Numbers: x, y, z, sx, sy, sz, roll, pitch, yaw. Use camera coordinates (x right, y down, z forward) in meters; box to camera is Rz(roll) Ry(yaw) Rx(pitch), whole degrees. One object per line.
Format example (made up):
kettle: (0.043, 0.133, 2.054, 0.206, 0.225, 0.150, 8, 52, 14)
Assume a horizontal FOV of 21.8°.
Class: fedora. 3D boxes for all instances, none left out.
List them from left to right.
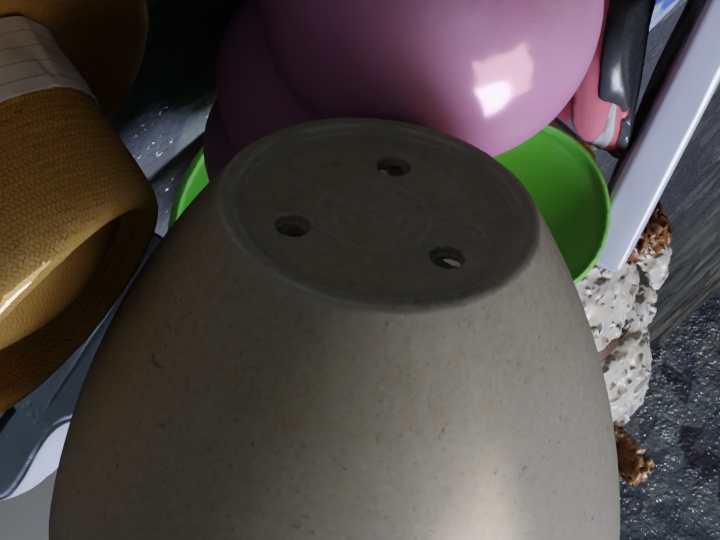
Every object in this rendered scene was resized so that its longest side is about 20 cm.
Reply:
fedora: (-0.128, -0.006, 0.584, 0.200, 0.082, 0.201, -40, 167, -12)

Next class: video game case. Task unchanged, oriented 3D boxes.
video game case: (0.165, -0.122, 0.865, 0.182, 0.023, 0.200, -60, 173, -54)

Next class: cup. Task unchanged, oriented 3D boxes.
cup: (-0.002, 0.036, 0.618, 0.200, 0.200, 0.144, -32, 142, -40)

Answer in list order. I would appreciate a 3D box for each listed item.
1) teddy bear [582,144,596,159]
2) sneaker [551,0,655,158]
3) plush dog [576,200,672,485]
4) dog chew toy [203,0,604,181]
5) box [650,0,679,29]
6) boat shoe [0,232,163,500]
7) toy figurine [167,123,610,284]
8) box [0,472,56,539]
teddy bear: (0.062, -0.034, 1.164, 0.145, 0.067, 0.200, -25, 167, -29)
sneaker: (0.080, -0.094, 0.871, 0.200, 0.087, 0.074, -177, -83, -86)
plush dog: (0.114, 0.034, 1.114, 0.200, 0.161, 0.172, -28, 144, -1)
dog chew toy: (0.002, -0.075, 0.699, 0.124, 0.125, 0.200, -33, 172, -39)
box: (0.148, -0.184, 0.936, 0.122, 0.048, 0.200, -46, 167, 14)
boat shoe: (-0.115, 0.030, 0.796, 0.067, 0.074, 0.200, -32, 176, -42)
toy figurine: (0.000, 0.000, 0.894, 0.199, 0.151, 0.184, -16, 174, -12)
box: (-0.165, 0.161, 0.966, 0.200, 0.109, 0.128, -36, 165, -29)
